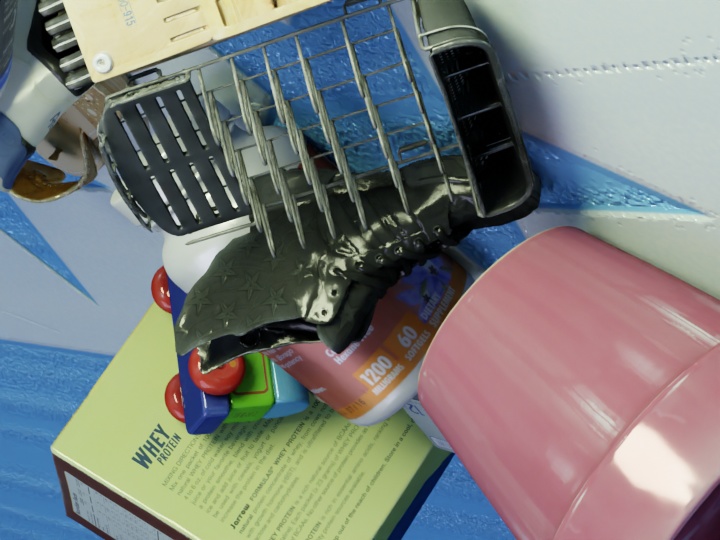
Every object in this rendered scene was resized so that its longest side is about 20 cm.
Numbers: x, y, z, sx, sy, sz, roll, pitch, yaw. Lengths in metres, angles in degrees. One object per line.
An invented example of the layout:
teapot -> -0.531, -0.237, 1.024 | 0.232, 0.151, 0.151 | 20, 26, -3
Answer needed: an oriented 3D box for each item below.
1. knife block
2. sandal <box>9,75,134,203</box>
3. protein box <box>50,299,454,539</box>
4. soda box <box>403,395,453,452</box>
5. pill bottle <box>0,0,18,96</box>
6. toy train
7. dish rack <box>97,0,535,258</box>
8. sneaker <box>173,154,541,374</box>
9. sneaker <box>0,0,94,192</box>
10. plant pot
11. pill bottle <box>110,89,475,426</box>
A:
knife block -> -0.074, -0.146, 1.274 | 0.200, 0.176, 0.064 | -18, 96, 17
sandal -> -0.201, -0.078, 1.617 | 0.078, 0.070, 0.212 | 37, 160, -7
protein box -> -0.059, 0.109, 1.637 | 0.200, 0.199, 0.135 | 30, 159, 10
soda box -> 0.119, 0.083, 1.496 | 0.200, 0.068, 0.063 | 13, 152, 43
pill bottle -> -0.231, -0.175, 1.326 | 0.114, 0.114, 0.200 | 29, 140, 12
toy train -> -0.065, -0.004, 1.560 | 0.116, 0.200, 0.085 | -3, 163, -18
dish rack -> -0.024, -0.063, 1.256 | 0.200, 0.055, 0.153 | -17, 147, 4
sneaker -> -0.001, -0.001, 1.356 | 0.200, 0.104, 0.060 | -2, 162, 24
sneaker -> -0.193, -0.126, 1.492 | 0.081, 0.115, 0.199 | 46, -174, -26
plant pot -> 0.136, 0.079, 1.319 | 0.179, 0.200, 0.200 | 42, 165, 26
pill bottle -> -0.040, -0.010, 1.466 | 0.200, 0.112, 0.112 | 38, 159, -12
